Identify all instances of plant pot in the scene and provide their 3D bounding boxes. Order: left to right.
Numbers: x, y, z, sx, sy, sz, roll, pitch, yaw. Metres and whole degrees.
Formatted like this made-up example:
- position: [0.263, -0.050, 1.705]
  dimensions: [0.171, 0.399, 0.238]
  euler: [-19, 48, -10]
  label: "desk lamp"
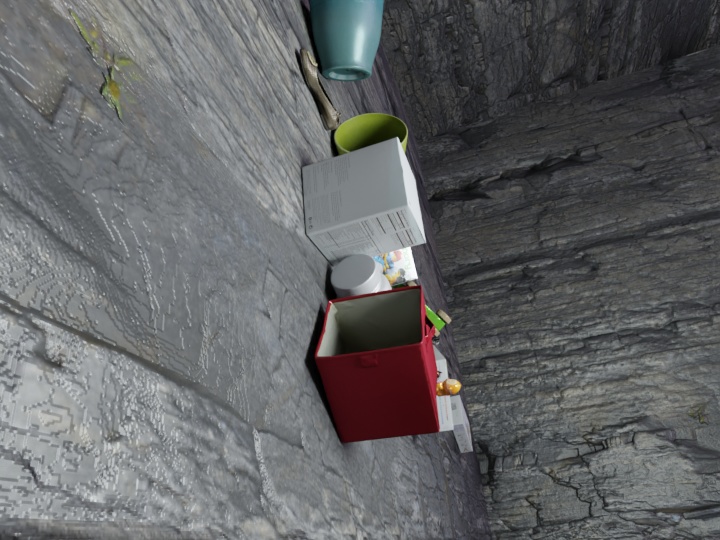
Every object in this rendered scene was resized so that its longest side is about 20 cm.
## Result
- position: [-0.037, -0.600, 1.394]
  dimensions: [0.200, 0.195, 0.193]
  euler: [-22, 113, -76]
  label: "plant pot"
- position: [0.032, -0.267, 1.402]
  dimensions: [0.203, 0.182, 0.190]
  euler: [84, 4, -46]
  label: "plant pot"

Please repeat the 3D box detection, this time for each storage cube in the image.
- position: [0.038, 0.157, 0.917]
  dimensions: [0.172, 0.195, 0.183]
  euler: [-80, 158, -61]
  label: "storage cube"

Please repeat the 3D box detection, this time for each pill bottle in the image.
- position: [0.018, 0.074, 1.078]
  dimensions: [0.115, 0.111, 0.202]
  euler: [-88, 159, -50]
  label: "pill bottle"

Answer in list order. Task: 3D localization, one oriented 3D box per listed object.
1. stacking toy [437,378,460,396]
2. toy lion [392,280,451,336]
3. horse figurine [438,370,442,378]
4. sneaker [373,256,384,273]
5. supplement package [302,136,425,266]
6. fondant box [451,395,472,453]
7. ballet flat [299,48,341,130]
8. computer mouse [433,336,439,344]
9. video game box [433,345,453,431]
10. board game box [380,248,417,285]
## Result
- position: [0.102, 0.244, 1.073]
  dimensions: [0.116, 0.196, 0.112]
  euler: [-8, 84, -75]
  label: "stacking toy"
- position: [0.148, 0.082, 1.531]
  dimensions: [0.200, 0.069, 0.192]
  euler: [43, 0, -12]
  label: "toy lion"
- position: [0.142, 0.242, 1.415]
  dimensions: [0.202, 0.049, 0.135]
  euler: [-119, -158, -44]
  label: "horse figurine"
- position: [0.000, 0.000, 1.202]
  dimensions: [0.200, 0.073, 0.089]
  euler: [32, 56, -64]
  label: "sneaker"
- position: [0.008, -0.126, 1.046]
  dimensions: [0.151, 0.196, 0.155]
  euler: [51, 28, -59]
  label: "supplement package"
- position: [0.427, 0.658, 2.312]
  dimensions: [0.146, 0.057, 0.202]
  euler: [-86, 157, -52]
  label: "fondant box"
- position: [-0.091, -0.421, 1.259]
  dimensions: [0.068, 0.045, 0.202]
  euler: [-88, 160, -51]
  label: "ballet flat"
- position: [0.137, 0.169, 1.526]
  dimensions: [0.054, 0.136, 0.200]
  euler: [-64, 151, -7]
  label: "computer mouse"
- position: [0.207, 0.314, 1.475]
  dimensions: [0.200, 0.046, 0.187]
  euler: [-121, -154, -87]
  label: "video game box"
- position: [0.061, -0.061, 1.368]
  dimensions: [0.035, 0.124, 0.205]
  euler: [173, -97, -75]
  label: "board game box"
